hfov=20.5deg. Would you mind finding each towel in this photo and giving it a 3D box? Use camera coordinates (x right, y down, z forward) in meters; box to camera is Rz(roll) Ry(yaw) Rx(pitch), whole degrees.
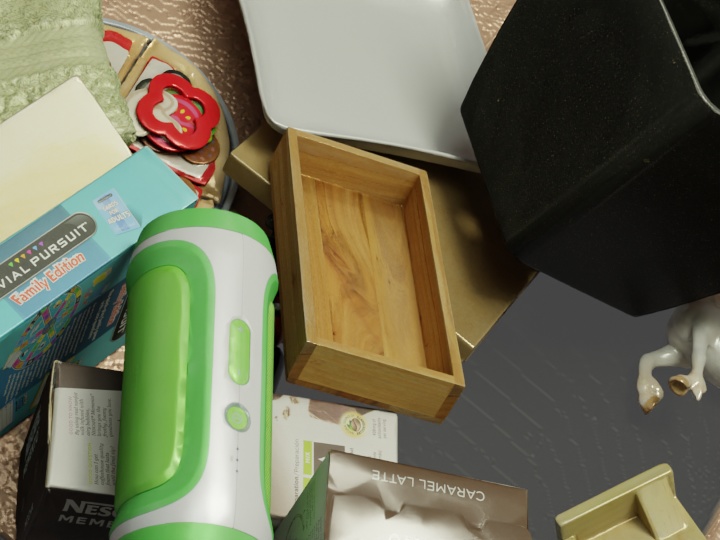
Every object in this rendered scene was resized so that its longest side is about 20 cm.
[{"bbox_3d":[-0.248,-0.113,1.235,0.198,0.037,0.149,-12,62,-12],"label":"towel"}]

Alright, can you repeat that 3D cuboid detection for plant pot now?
[{"bbox_3d":[0.182,-0.086,1.263,0.199,0.177,0.201,23,37,-40],"label":"plant pot"}]

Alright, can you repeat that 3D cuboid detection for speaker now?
[{"bbox_3d":[-0.085,0.071,1.035,0.088,0.089,0.201,9,57,-15],"label":"speaker"}]

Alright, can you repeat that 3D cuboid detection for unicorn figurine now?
[{"bbox_3d":[0.244,0.054,1.332,0.200,0.074,0.138,45,44,-7],"label":"unicorn figurine"}]

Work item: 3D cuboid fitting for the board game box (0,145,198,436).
[{"bbox_3d":[-0.192,0.033,1.121,0.047,0.151,0.200,44,54,10],"label":"board game box"}]

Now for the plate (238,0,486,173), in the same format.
[{"bbox_3d":[0.003,-0.144,1.352,0.199,0.032,0.201,9,46,-28],"label":"plate"}]

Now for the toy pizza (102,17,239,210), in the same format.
[{"bbox_3d":[-0.171,-0.089,1.278,0.198,0.032,0.202,10,57,-15],"label":"toy pizza"}]

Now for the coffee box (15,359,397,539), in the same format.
[{"bbox_3d":[-0.089,0.124,1.127,0.198,0.113,0.080,9,56,-16],"label":"coffee box"}]

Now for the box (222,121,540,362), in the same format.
[{"bbox_3d":[0.026,-0.044,1.309,0.200,0.021,0.163,39,40,5],"label":"box"}]

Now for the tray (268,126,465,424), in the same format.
[{"bbox_3d":[0.000,0.000,1.188,0.098,0.037,0.201,16,36,-19],"label":"tray"}]

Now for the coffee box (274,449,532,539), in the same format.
[{"bbox_3d":[0.004,0.184,1.070,0.113,0.200,0.080,11,56,-13],"label":"coffee box"}]

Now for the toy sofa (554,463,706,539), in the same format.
[{"bbox_3d":[0.196,0.222,1.168,0.082,0.098,0.200,-25,47,-10],"label":"toy sofa"}]

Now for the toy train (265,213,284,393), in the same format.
[{"bbox_3d":[-0.054,0.024,1.218,0.045,0.034,0.201,12,36,3],"label":"toy train"}]

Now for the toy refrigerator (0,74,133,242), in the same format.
[{"bbox_3d":[-0.228,-0.024,1.147,0.199,0.076,0.070,-35,89,-15],"label":"toy refrigerator"}]
